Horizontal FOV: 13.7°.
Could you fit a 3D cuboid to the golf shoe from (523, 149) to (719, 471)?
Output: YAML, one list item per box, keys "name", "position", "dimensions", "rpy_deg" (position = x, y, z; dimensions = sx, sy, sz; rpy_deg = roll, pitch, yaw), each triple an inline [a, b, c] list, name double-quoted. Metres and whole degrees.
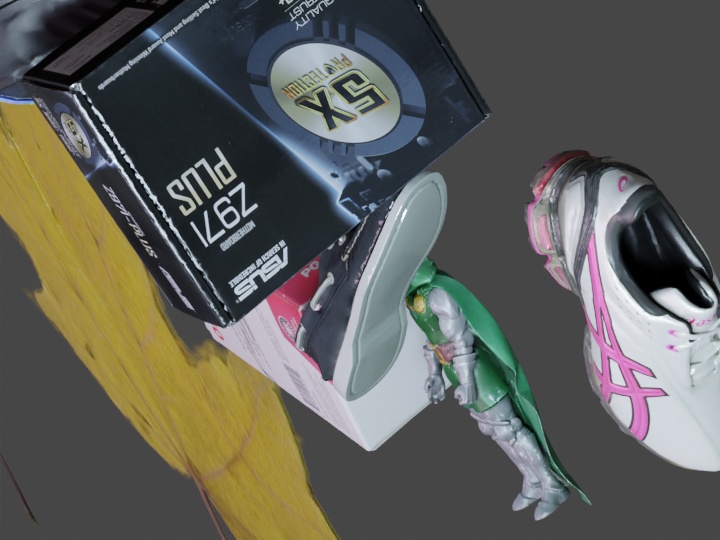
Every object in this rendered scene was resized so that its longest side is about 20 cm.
- name: "golf shoe"
  position: [0.157, 0.031, 1.573]
  dimensions: [0.092, 0.073, 0.200]
  rpy_deg: [21, 145, 59]

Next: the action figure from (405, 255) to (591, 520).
- name: "action figure"
  position: [0.073, 0.066, 1.934]
  dimensions: [0.200, 0.055, 0.118]
  rpy_deg: [59, 166, -11]

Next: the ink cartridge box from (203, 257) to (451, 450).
- name: "ink cartridge box"
  position: [-0.045, 0.015, 2.081]
  dimensions: [0.200, 0.084, 0.145]
  rpy_deg: [33, 156, 47]

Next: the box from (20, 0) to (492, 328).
- name: "box"
  position: [-0.057, -0.096, 1.654]
  dimensions: [0.164, 0.200, 0.086]
  rpy_deg: [58, 163, -21]

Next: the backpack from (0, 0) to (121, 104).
- name: "backpack"
  position: [-0.172, -0.202, 1.746]
  dimensions: [0.183, 0.200, 0.147]
  rpy_deg: [55, -176, -17]

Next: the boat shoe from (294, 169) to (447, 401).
- name: "boat shoe"
  position: [0.000, 0.000, 1.866]
  dimensions: [0.060, 0.076, 0.200]
  rpy_deg: [40, 136, 20]
